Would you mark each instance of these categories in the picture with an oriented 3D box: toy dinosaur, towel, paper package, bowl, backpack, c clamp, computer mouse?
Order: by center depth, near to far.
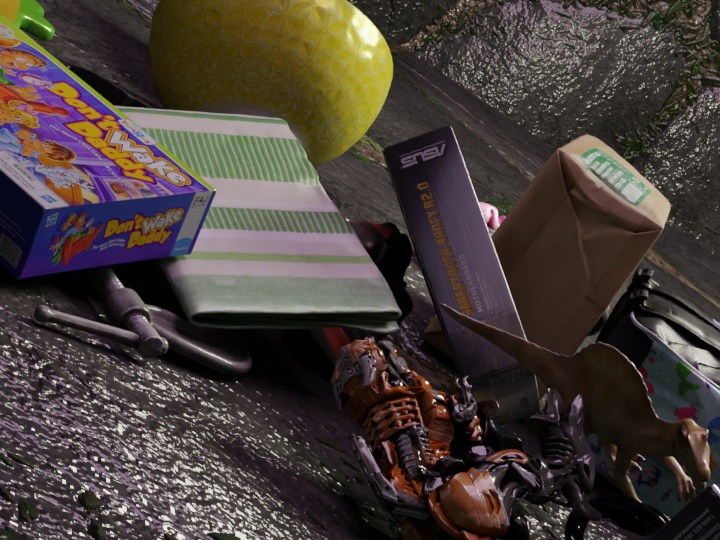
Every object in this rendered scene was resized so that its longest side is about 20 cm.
[{"bbox_3d":[0.055,0.126,1.032,0.135,0.102,0.201,-6,79,-51],"label":"toy dinosaur"},{"bbox_3d":[-0.137,-0.002,1.091,0.170,0.027,0.200,26,15,-37],"label":"c clamp"},{"bbox_3d":[0.136,0.080,1.100,0.058,0.102,0.199,-30,43,-32],"label":"toy dinosaur"},{"bbox_3d":[0.102,0.122,1.103,0.199,0.059,0.034,24,16,37],"label":"computer mouse"},{"bbox_3d":[-0.074,-0.033,1.161,0.152,0.023,0.200,3,39,-34],"label":"towel"},{"bbox_3d":[0.260,0.115,1.439,0.199,0.151,0.178,29,14,3],"label":"backpack"},{"bbox_3d":[0.152,-0.003,1.502,0.103,0.191,0.200,36,13,6],"label":"paper package"},{"bbox_3d":[-0.081,-0.133,1.509,0.199,0.200,0.108,29,56,-27],"label":"bowl"}]

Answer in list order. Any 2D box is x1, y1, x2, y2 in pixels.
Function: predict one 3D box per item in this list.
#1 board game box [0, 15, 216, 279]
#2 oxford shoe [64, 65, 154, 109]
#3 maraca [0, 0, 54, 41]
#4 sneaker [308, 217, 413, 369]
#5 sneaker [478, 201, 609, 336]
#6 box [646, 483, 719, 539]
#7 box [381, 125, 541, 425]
[{"bbox_3d":[-0.196,-0.075,1.069,0.200,0.045,0.134,39,27,27],"label":"board game box"},{"bbox_3d":[-0.125,-0.068,1.282,0.200,0.073,0.084,40,3,4],"label":"oxford shoe"},{"bbox_3d":[-0.277,-0.197,1.265,0.137,0.107,0.200,46,14,13],"label":"maraca"},{"bbox_3d":[0.000,0.000,1.285,0.077,0.082,0.200,56,7,-27],"label":"sneaker"},{"bbox_3d":[0.150,0.022,1.739,0.199,0.079,0.096,29,35,-27],"label":"sneaker"},{"bbox_3d":[0.238,0.218,1.019,0.183,0.104,0.200,54,19,24],"label":"box"},{"bbox_3d":[0.069,0.011,1.251,0.200,0.048,0.159,62,10,-76],"label":"box"}]
